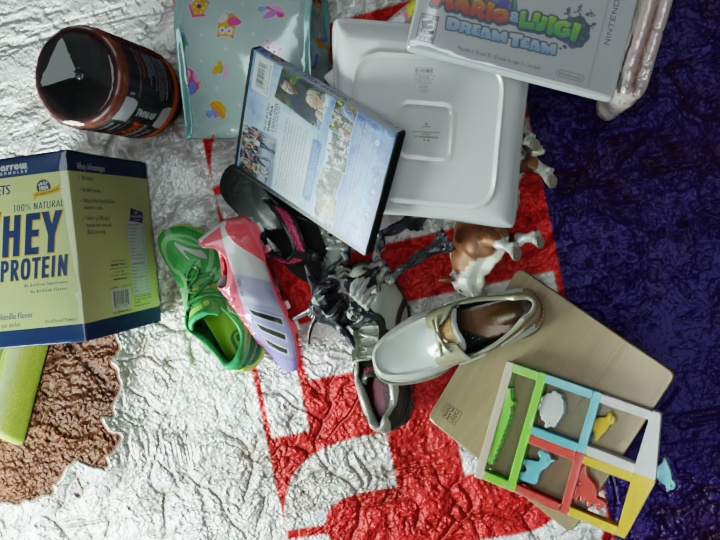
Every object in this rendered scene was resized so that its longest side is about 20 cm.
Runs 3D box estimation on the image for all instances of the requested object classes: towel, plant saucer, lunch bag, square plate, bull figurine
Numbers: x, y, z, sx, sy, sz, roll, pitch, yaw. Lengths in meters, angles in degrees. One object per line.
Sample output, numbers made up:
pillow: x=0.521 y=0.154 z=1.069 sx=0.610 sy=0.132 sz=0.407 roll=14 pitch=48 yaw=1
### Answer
towel: x=0.281 y=-0.254 z=0.860 sx=0.032 sy=0.200 sz=0.195 roll=15 pitch=97 yaw=9
plant saucer: x=-0.517 y=0.109 z=1.131 sx=0.196 sy=0.048 sz=0.204 roll=19 pitch=97 yaw=10
lunch bag: x=-0.120 y=-0.254 z=0.985 sx=0.167 sy=0.122 sz=0.205 roll=0 pitch=100 yaw=12
square plate: x=0.064 y=-0.141 z=0.857 sx=0.196 sy=0.029 sz=0.202 roll=6 pitch=117 yaw=10
bull figurine: x=0.149 y=-0.061 z=0.953 sx=0.120 sy=0.064 sz=0.205 roll=7 pitch=89 yaw=53

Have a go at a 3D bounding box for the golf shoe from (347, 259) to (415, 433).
golf shoe: x=0.022 y=0.087 z=0.997 sx=0.076 sy=0.088 sz=0.204 roll=-12 pitch=89 yaw=14

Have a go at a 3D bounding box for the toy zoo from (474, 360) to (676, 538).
toy zoo: x=0.228 y=0.188 z=0.896 sx=0.197 sy=0.020 sz=0.134 roll=18 pitch=94 yaw=25

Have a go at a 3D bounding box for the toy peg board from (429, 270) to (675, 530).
toy peg board: x=0.217 y=0.141 z=0.970 sx=0.198 sy=0.097 sz=0.202 roll=35 pitch=100 yaw=23

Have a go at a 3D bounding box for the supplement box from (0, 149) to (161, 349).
supplement box: x=-0.341 y=-0.025 z=1.007 sx=0.131 sy=0.200 sz=0.205 roll=-5 pitch=92 yaw=11

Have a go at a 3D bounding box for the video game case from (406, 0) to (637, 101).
video game case: x=0.157 y=-0.269 z=0.785 sx=0.196 sy=0.024 sz=0.186 roll=14 pitch=93 yaw=1

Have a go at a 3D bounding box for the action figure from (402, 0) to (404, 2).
action figure: x=0.104 y=-0.384 z=0.954 sx=0.129 sy=0.070 sz=0.201 roll=35 pitch=105 yaw=-11

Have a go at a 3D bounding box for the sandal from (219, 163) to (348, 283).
sandal: x=-0.100 y=-0.048 z=1.025 sx=0.199 sy=0.045 sz=0.076 roll=41 pitch=119 yaw=9

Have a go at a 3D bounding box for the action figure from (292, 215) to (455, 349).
action figure: x=0.000 y=0.000 z=0.942 sx=0.199 sy=0.102 sz=0.120 roll=-37 pitch=62 yaw=4

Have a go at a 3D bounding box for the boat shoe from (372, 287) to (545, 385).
boat shoe: x=0.099 y=0.065 z=0.918 sx=0.197 sy=0.068 sz=0.076 roll=-24 pitch=76 yaw=8

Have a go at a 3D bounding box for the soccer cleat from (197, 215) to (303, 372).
soccer cleat: x=-0.126 y=0.034 z=1.011 sx=0.075 sy=0.067 sz=0.204 roll=-23 pitch=111 yaw=-15

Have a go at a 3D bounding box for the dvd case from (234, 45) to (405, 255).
dvd case: x=-0.049 y=-0.124 z=0.889 sx=0.198 sy=0.017 sz=0.145 roll=34 pitch=129 yaw=24

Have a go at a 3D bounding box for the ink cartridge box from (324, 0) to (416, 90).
ink cartridge box: x=0.074 y=-0.245 z=0.906 sx=0.199 sy=0.145 sz=0.084 roll=-35 pitch=101 yaw=25

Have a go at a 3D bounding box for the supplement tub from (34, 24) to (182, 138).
supplement tub: x=-0.272 y=-0.207 z=0.979 sx=0.105 sy=0.200 sz=0.110 roll=1 pitch=94 yaw=13

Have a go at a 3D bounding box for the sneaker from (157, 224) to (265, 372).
sneaker: x=-0.181 y=0.031 z=1.037 sx=0.073 sy=0.083 sz=0.202 roll=-33 pitch=86 yaw=12
